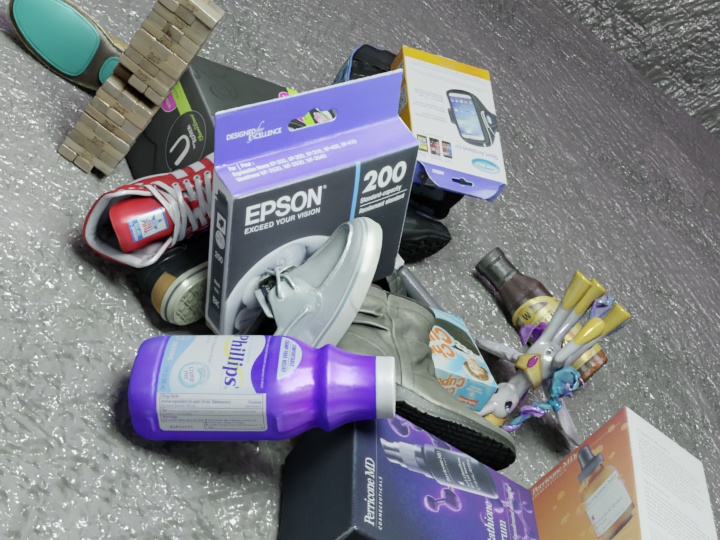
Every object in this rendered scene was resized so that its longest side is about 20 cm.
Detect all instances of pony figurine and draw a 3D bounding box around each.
[{"bbox_3d":[0.201,0.099,1.198,0.167,0.200,0.193,45,11,18],"label":"pony figurine"}]

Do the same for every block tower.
[{"bbox_3d":[-0.198,-0.175,1.004,0.054,0.200,0.058,36,28,-12],"label":"block tower"}]

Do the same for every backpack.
[{"bbox_3d":[0.040,-0.163,1.354,0.199,0.147,0.184,32,35,-15],"label":"backpack"}]

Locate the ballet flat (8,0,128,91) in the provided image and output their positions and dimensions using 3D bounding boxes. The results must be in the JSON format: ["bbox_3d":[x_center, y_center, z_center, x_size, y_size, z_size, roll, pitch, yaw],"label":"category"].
[{"bbox_3d":[-0.269,-0.217,1.129,0.199,0.071,0.071,33,29,-17],"label":"ballet flat"}]

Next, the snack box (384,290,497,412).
[{"bbox_3d":[0.028,0.063,1.052,0.199,0.037,0.116,20,26,-27],"label":"snack box"}]

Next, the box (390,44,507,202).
[{"bbox_3d":[0.100,-0.160,1.256,0.118,0.042,0.201,13,54,-21],"label":"box"}]

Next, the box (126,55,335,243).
[{"bbox_3d":[-0.112,-0.105,1.102,0.199,0.124,0.149,12,39,-43],"label":"box"}]

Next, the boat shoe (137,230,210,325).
[{"bbox_3d":[-0.122,-0.009,1.000,0.062,0.075,0.200,33,33,23],"label":"boat shoe"}]

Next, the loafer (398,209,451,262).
[{"bbox_3d":[0.030,-0.053,1.274,0.200,0.068,0.071,4,56,-46],"label":"loafer"}]

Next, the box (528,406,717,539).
[{"bbox_3d":[0.241,0.257,1.031,0.106,0.152,0.200,36,28,-11],"label":"box"}]

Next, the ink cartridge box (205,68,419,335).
[{"bbox_3d":[-0.039,-0.057,0.936,0.197,0.201,0.043,-21,44,-35],"label":"ink cartridge box"}]

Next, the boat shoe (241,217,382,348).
[{"bbox_3d":[-0.057,0.036,0.903,0.071,0.202,0.070,30,6,-26],"label":"boat shoe"}]

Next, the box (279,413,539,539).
[{"bbox_3d":[0.041,0.216,0.877,0.199,0.104,0.148,32,30,-22],"label":"box"}]

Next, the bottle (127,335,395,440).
[{"bbox_3d":[-0.072,0.089,0.838,0.198,0.066,0.084,0,36,3],"label":"bottle"}]

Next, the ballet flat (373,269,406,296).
[{"bbox_3d":[0.000,0.000,1.101,0.201,0.066,0.057,69,32,-41],"label":"ballet flat"}]

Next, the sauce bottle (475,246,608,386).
[{"bbox_3d":[0.223,0.058,1.383,0.200,0.066,0.066,47,28,13],"label":"sauce bottle"}]

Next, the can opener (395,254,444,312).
[{"bbox_3d":[0.040,0.020,1.167,0.200,0.053,0.067,50,-2,-1],"label":"can opener"}]

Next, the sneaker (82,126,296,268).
[{"bbox_3d":[-0.141,-0.061,0.930,0.113,0.199,0.072,-58,127,-69],"label":"sneaker"}]

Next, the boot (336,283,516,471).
[{"bbox_3d":[0.055,0.084,0.953,0.199,0.068,0.131,26,48,-16],"label":"boot"}]
